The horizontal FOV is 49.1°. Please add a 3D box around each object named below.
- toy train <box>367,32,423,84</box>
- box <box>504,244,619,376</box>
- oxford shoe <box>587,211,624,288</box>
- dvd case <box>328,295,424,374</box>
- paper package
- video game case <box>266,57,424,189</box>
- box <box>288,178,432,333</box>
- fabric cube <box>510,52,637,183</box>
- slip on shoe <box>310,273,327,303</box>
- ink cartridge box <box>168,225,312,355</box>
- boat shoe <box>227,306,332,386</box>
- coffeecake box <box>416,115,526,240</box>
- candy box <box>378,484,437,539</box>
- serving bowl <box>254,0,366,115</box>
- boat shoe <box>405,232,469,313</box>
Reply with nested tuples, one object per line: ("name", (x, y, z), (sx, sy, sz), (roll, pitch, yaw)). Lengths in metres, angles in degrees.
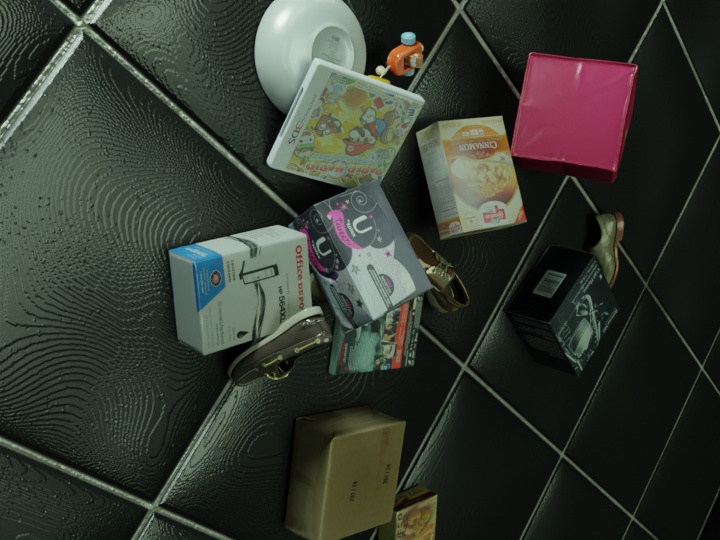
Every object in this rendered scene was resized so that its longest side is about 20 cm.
("toy train", (0.060, -0.277, 1.294), (0.150, 0.056, 0.200), (-32, 141, -32))
("box", (0.448, 0.087, 1.734), (0.200, 0.124, 0.197), (-52, 131, -19))
("oxford shoe", (0.563, -0.040, 1.854), (0.075, 0.070, 0.201), (-2, 106, -14))
("dvd case", (0.032, 0.112, 1.440), (0.200, 0.022, 0.146), (-1, 101, -43))
("paper package", (-0.026, 0.356, 1.396), (0.190, 0.103, 0.201), (-2, 102, -43))
("video game case", (-0.022, -0.217, 1.229), (0.200, 0.023, 0.182), (11, 122, -33))
("box", (-0.002, -0.022, 1.255), (0.132, 0.115, 0.200), (-27, 88, -31))
("fabric cube", (0.408, -0.286, 1.502), (0.199, 0.199, 0.197), (1, 101, -73))
("slip on shoe", (0.000, 0.000, 1.354), (0.200, 0.061, 0.076), (-24, 116, -35))
("ink cartridge box", (-0.176, 0.025, 1.189), (0.200, 0.084, 0.146), (-17, 112, -37))
("boat shoe", (-0.124, 0.130, 1.205), (0.072, 0.200, 0.060), (1, 56, -61))
("coffeecake box", (0.201, -0.168, 1.425), (0.153, 0.073, 0.201), (-11, 87, -32))
("candy box", (0.092, 0.546, 1.581), (0.115, 0.055, 0.201), (-10, 107, -40))
("serving bowl", (-0.062, -0.331, 1.211), (0.200, 0.066, 0.201), (-12, 108, -40))
("boat shoe", (0.141, 0.001, 1.461), (0.200, 0.072, 0.076), (50, 53, -35))
